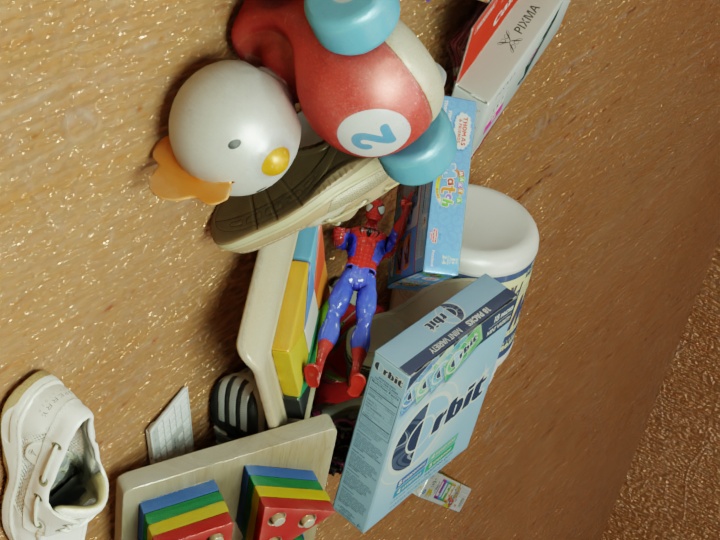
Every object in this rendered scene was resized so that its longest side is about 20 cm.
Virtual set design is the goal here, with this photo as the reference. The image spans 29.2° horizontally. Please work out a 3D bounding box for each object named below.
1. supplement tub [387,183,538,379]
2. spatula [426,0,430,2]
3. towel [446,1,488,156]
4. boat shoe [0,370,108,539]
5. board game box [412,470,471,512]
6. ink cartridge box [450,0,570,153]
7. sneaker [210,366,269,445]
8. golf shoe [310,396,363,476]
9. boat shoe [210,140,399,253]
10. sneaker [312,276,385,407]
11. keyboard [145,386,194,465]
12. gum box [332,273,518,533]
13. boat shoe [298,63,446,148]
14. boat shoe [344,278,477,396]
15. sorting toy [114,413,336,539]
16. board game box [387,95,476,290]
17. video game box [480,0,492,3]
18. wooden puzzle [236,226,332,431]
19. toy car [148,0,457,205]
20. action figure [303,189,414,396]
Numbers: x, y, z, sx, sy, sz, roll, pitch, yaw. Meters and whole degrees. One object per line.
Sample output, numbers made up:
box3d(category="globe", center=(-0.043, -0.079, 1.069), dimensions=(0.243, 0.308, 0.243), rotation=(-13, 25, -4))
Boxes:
box3d(category="supplement tub", center=(0.106, 0.024, 1.502), dimensions=(0.145, 0.144, 0.202), rotation=(-39, 148, -44))
box3d(category="spatula", center=(0.085, -0.327, 1.213), dimensions=(0.057, 0.020, 0.202), rotation=(-51, 155, -47))
box3d(category="towel", center=(0.136, -0.222, 1.454), dimensions=(0.145, 0.023, 0.201), rotation=(-55, 159, -23))
box3d(category="boat shoe", center=(-0.222, 0.165, 1.031), dimensions=(0.071, 0.069, 0.201), rotation=(-46, 154, -38))
box3d(category="board game box", center=(0.046, 0.227, 1.620), dimensions=(0.034, 0.133, 0.200), rotation=(-60, 159, -4))
box3d(category="ink cartridge box", center=(0.154, -0.235, 1.341), dimensions=(0.201, 0.043, 0.174), rotation=(-55, 171, -27))
box3d(category="sneaker", center=(-0.090, 0.162, 1.324), dimensions=(0.115, 0.074, 0.202), rotation=(-41, 149, -47))
box3d(category="golf shoe", center=(-0.037, 0.160, 1.375), dimensions=(0.200, 0.072, 0.093), rotation=(-39, -153, 48))
box3d(category="boat shoe", center=(-0.025, -0.063, 1.098), dimensions=(0.198, 0.072, 0.065), rotation=(-28, 137, 10))
box3d(category="sneaker", center=(-0.010, 0.100, 1.412), dimensions=(0.077, 0.084, 0.201), rotation=(-44, 152, -34))
box3d(category="keyboard", center=(-0.168, 0.187, 1.258), dimensions=(0.056, 0.011, 0.201), rotation=(-46, 153, -35))
box3d(category="gum box", center=(0.059, 0.122, 1.275), dimensions=(0.169, 0.044, 0.202), rotation=(-32, 147, -42))
box3d(category="boat shoe", center=(-0.003, -0.125, 1.203), dimensions=(0.199, 0.073, 0.066), rotation=(-32, 149, -34))
box3d(category="boat shoe", center=(0.067, 0.065, 1.353), dimensions=(0.199, 0.072, 0.060), rotation=(-22, 135, -35))
box3d(category="sorting toy", center=(-0.113, 0.239, 1.226), dimensions=(0.197, 0.070, 0.201), rotation=(-14, 140, -24))
box3d(category="board game box", center=(0.062, -0.064, 1.272), dimensions=(0.200, 0.036, 0.153), rotation=(155, -58, -80))
box3d(category="video game box", center=(0.134, -0.332, 1.242), dimensions=(0.200, 0.046, 0.184), rotation=(-29, 140, -73))
box3d(category="wooden puzzle", center=(-0.056, 0.043, 1.220), dimensions=(0.201, 0.037, 0.187), rotation=(75, 23, -58))
box3d(category="toy car", center=(-0.059, -0.108, 0.974), dimensions=(0.200, 0.177, 0.185), rotation=(-45, 145, -9))
box3d(category="action figure", center=(0.000, 0.000, 1.235), dimensions=(0.100, 0.064, 0.202), rotation=(102, 1, -52))
